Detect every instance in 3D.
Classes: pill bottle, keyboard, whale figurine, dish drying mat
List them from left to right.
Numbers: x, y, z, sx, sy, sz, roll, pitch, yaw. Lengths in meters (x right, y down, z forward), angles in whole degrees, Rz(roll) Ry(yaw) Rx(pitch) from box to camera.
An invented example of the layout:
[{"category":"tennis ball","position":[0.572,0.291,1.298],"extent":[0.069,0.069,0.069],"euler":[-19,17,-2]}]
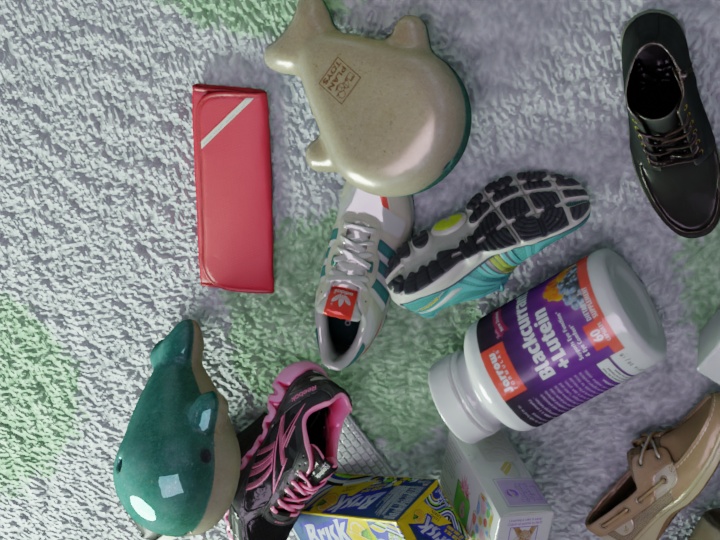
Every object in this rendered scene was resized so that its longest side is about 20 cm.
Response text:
[{"category":"whale figurine","position":[-0.183,0.149,1.318],"extent":[0.103,0.202,0.159],"euler":[6,155,-31]},{"category":"dish drying mat","position":[-0.120,-0.073,1.307],"extent":[0.076,0.018,0.202],"euler":[5,114,11]},{"category":"whale figurine","position":[0.010,-0.152,1.209],"extent":[0.200,0.104,0.160],"euler":[41,106,20]},{"category":"keyboard","position":[0.014,0.218,1.406],"extent":[0.056,0.011,0.201],"euler":[-31,102,24]},{"category":"pill bottle","position":[0.163,0.075,1.248],"extent":[0.199,0.112,0.112],"euler":[-32,102,24]}]

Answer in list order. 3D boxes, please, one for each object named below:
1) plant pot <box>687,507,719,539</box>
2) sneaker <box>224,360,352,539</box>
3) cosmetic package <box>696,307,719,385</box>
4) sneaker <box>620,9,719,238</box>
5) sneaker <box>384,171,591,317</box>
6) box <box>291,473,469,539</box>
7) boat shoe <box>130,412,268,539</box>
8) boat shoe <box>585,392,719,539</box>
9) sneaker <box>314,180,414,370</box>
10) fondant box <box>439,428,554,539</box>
[{"category":"plant pot","position":[0.351,0.322,1.280],"extent":[0.198,0.200,0.175],"euler":[13,100,8]},{"category":"sneaker","position":[-0.063,0.190,1.324],"extent":[0.079,0.095,0.202],"euler":[19,89,-39]},{"category":"cosmetic package","position":[0.385,0.024,1.193],"extent":[0.101,0.074,0.201],"euler":[33,119,-1]},{"category":"sneaker","position":[0.251,-0.105,1.149],"extent":[0.074,0.106,0.202],"euler":[-14,109,19]},{"category":"sneaker","position":[0.117,-0.022,1.250],"extent":[0.199,0.078,0.080],"euler":[-27,141,15]},{"category":"box","position":[0.009,0.241,1.333],"extent":[0.199,0.064,0.071],"euler":[-7,116,55]},{"category":"boat shoe","position":[-0.158,0.205,1.408],"extent":[0.201,0.074,0.063],"euler":[-40,92,21]},{"category":"boat shoe","position":[0.277,0.185,1.291],"extent":[0.064,0.071,0.201],"euler":[28,118,0]},{"category":"sneaker","position":[0.000,0.000,1.267],"extent":[0.070,0.094,0.202],"euler":[15,116,7]},{"category":"fondant box","position":[0.116,0.271,1.324],"extent":[0.058,0.145,0.202],"euler":[-1,117,-16]}]
